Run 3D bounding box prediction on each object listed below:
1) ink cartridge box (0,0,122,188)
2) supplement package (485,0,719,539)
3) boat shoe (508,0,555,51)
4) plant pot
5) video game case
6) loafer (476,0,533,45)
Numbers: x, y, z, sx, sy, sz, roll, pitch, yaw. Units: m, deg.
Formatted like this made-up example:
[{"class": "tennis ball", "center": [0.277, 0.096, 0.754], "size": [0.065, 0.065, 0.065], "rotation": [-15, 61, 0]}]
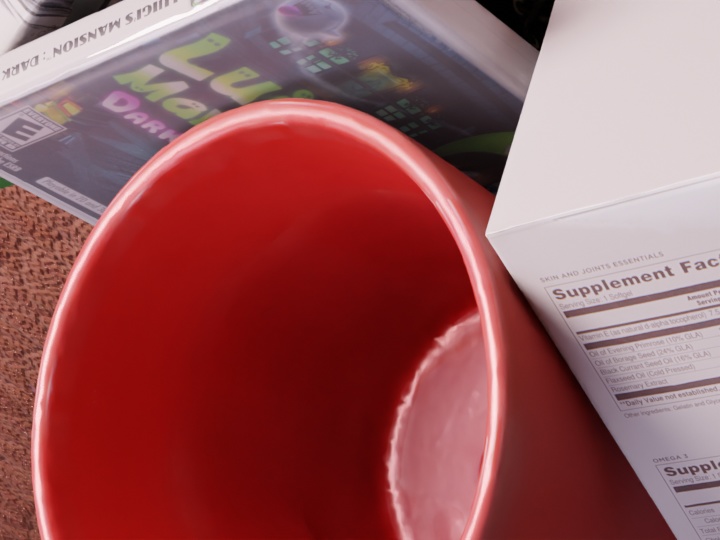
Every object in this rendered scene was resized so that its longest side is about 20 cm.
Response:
[{"class": "ink cartridge box", "center": [-0.100, -0.122, 0.767], "size": [0.084, 0.146, 0.200], "rotation": [53, 129, 11]}, {"class": "supplement package", "center": [0.161, -0.005, 0.667], "size": [0.150, 0.152, 0.200], "rotation": [-14, 127, 30]}, {"class": "boat shoe", "center": [0.090, -0.095, 0.765], "size": [0.200, 0.057, 0.069], "rotation": [45, 153, -15]}, {"class": "plant pot", "center": [0.015, 0.059, 0.721], "size": [0.200, 0.202, 0.177], "rotation": [15, 179, 38]}, {"class": "video game case", "center": [-0.018, -0.043, 0.732], "size": [0.181, 0.023, 0.200], "rotation": [-19, 149, 32]}, {"class": "loafer", "center": [0.018, -0.057, 0.897], "size": [0.068, 0.070, 0.201], "rotation": [37, 154, 3]}]
